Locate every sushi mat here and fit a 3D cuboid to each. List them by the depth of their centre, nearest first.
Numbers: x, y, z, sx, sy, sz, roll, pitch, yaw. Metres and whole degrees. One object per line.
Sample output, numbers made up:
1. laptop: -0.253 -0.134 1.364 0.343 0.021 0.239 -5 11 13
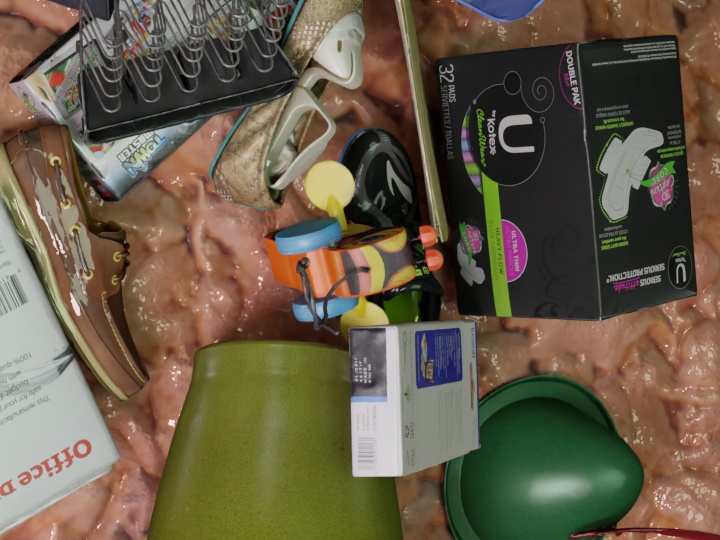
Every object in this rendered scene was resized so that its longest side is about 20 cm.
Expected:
1. sushi mat: 0.045 -0.122 1.322 0.012 0.096 0.201 -9 97 4

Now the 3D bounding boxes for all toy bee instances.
1. toy bee: 0.000 0.000 1.230 0.108 0.200 0.131 -15 123 -9

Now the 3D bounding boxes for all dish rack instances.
1. dish rack: -0.111 -0.158 1.132 0.153 0.200 0.055 -17 74 -14

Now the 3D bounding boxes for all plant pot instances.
1. plant pot: -0.058 0.152 1.232 0.200 0.200 0.194 8 76 -28

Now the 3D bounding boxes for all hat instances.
1. hat: 0.191 0.168 1.355 0.199 0.176 0.166 -15 99 -26

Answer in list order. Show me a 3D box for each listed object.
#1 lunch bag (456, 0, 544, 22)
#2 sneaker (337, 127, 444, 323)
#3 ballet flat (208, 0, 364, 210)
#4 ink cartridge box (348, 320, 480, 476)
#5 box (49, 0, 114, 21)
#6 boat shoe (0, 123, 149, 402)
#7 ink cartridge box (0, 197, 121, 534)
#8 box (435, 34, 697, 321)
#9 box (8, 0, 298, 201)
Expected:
1. lunch bag: 0.104 -0.280 1.280 0.136 0.200 0.133 22 38 -25
2. sneaker: 0.030 -0.009 1.318 0.071 0.083 0.200 -11 97 -27
3. ballet flat: -0.035 -0.130 1.262 0.200 0.065 0.070 -62 159 11
4. ink cartridge box: 0.040 0.085 1.221 0.200 0.039 0.100 4 83 -70
5. box: -0.181 -0.285 1.160 0.106 0.122 0.201 19 82 -5
6. boat shoe: -0.188 -0.006 1.201 0.067 0.072 0.201 -26 103 -4
7. ink cartridge box: -0.269 0.070 1.163 0.146 0.083 0.201 -28 104 -24
8. box: 0.156 -0.070 1.333 0.124 0.148 0.201 -10 97 -42
9. box: -0.139 -0.154 1.250 0.200 0.035 0.110 -44 111 -19
